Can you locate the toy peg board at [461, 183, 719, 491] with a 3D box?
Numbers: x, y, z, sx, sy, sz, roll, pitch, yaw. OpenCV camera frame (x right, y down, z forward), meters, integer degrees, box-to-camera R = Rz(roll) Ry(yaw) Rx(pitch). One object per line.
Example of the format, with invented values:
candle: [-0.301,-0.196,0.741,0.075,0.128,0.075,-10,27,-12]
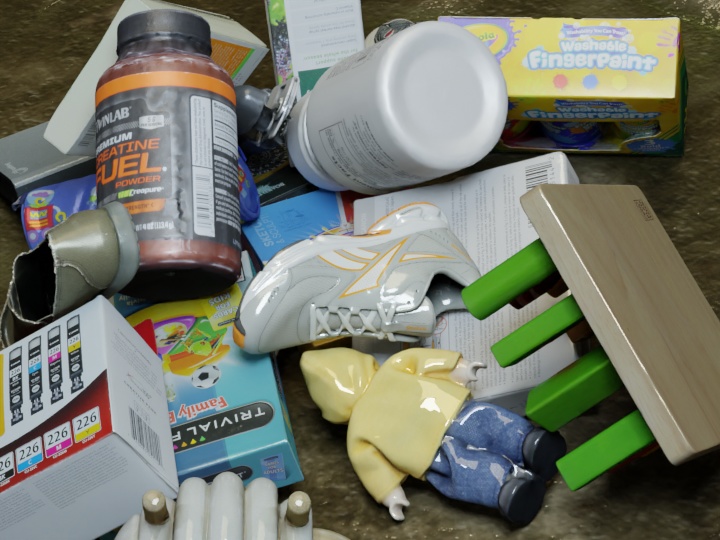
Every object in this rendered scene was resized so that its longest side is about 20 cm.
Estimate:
toy peg board: [0.171,0.050,1.320,0.098,0.201,0.199,-34,-13,24]

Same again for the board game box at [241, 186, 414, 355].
board game box: [0.000,0.000,1.544,0.152,0.041,0.200,-18,37,-14]

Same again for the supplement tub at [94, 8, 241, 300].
supplement tub: [-0.142,-0.086,1.402,0.106,0.107,0.201,-5,74,3]

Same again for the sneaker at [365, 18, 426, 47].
sneaker: [0.052,-0.193,1.733,0.080,0.075,0.200,27,16,-14]

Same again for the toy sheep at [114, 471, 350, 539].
toy sheep: [-0.092,0.190,1.222,0.199,0.139,0.138,5,36,-1]

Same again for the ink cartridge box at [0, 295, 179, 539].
ink cartridge box: [-0.236,0.113,1.319,0.199,0.084,0.176,-28,41,12]

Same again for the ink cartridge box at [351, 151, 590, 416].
ink cartridge box: [0.082,0.019,1.443,0.175,0.045,0.201,-12,55,19]

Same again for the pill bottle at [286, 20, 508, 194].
pill bottle: [0.021,-0.120,1.513,0.114,0.115,0.200,-28,6,-27]

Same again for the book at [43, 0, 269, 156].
book: [-0.165,-0.150,1.561,0.048,0.134,0.200,39,13,15]

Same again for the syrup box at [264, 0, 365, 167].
syrup box: [-0.037,-0.195,1.632,0.078,0.201,0.082,-9,33,-4]

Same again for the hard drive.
hard drive: [-0.236,-0.116,1.723,0.199,0.033,0.139,-23,25,-19]

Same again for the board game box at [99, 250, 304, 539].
board game box: [-0.133,0.087,1.393,0.150,0.047,0.201,-18,43,1]

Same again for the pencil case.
pencil case: [-0.183,-0.054,1.581,0.199,0.078,0.087,-17,49,12]

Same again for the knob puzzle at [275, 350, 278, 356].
knob puzzle: [-0.160,0.076,1.469,0.218,0.031,0.220,-9,45,9]

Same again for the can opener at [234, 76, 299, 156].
can opener: [-0.096,-0.132,1.588,0.067,0.054,0.200,23,-7,-15]

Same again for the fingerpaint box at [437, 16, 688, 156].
fingerpaint box: [0.172,-0.152,1.616,0.199,0.167,0.074,2,77,12]

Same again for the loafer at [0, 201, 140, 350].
loafer: [-0.222,0.010,1.353,0.069,0.200,0.076,-7,66,-33]

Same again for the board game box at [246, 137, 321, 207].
board game box: [-0.068,-0.099,1.702,0.199,0.028,0.135,-26,40,-24]

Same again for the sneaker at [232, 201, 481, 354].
sneaker: [0.004,0.020,1.369,0.199,0.076,0.092,-24,55,-27]

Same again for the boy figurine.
boy figurine: [0.039,0.112,1.345,0.199,0.064,0.125,21,83,29]
